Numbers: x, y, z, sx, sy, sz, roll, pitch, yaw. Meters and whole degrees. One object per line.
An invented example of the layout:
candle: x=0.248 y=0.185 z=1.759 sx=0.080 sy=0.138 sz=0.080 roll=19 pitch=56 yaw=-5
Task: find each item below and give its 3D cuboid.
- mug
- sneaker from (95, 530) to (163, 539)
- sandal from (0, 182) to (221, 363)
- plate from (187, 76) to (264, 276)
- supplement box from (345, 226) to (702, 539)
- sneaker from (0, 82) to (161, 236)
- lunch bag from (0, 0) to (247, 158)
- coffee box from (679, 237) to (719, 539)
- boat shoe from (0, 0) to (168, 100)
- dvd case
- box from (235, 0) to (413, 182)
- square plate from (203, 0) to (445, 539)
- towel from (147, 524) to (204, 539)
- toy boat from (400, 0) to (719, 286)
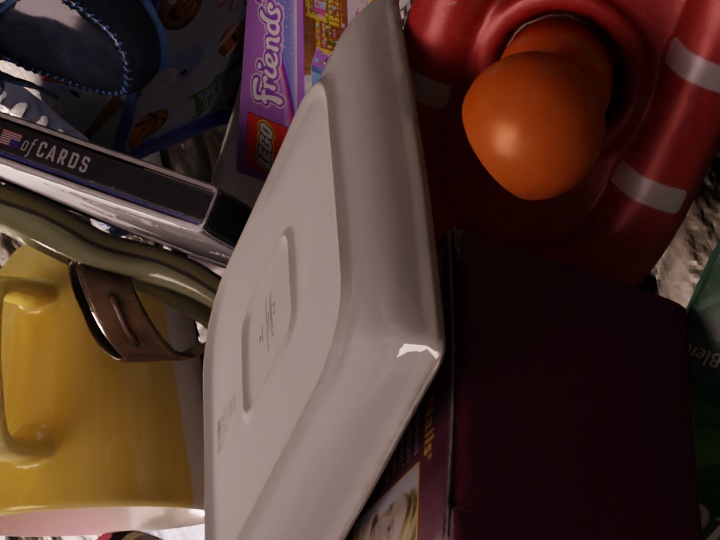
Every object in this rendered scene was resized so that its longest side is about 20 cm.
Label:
mug: x=-0.147 y=0.060 z=1.057 sx=0.187 sy=0.148 sz=0.154 roll=135 pitch=134 yaw=-71
sneaker: x=-0.074 y=0.217 z=1.104 sx=0.087 sy=0.074 sz=0.200 roll=-18 pitch=120 yaw=44
sandal: x=-0.125 y=0.013 z=0.973 sx=0.200 sy=0.058 sz=0.080 roll=24 pitch=169 yaw=-5
plate: x=0.000 y=0.000 z=0.951 sx=0.200 sy=0.032 sz=0.201 roll=47 pitch=140 yaw=24
supplement box: x=0.033 y=0.100 z=0.730 sx=0.200 sy=0.103 sz=0.132 roll=129 pitch=152 yaw=-48
sneaker: x=-0.207 y=-0.093 z=1.056 sx=0.080 sy=0.146 sz=0.201 roll=-21 pitch=93 yaw=53
lunch bag: x=-0.125 y=-0.178 z=0.927 sx=0.170 sy=0.124 sz=0.201 roll=37 pitch=132 yaw=19
coffee box: x=0.157 y=0.085 z=0.724 sx=0.123 sy=0.044 sz=0.201 roll=32 pitch=111 yaw=23
boat shoe: x=-0.177 y=-0.118 z=0.874 sx=0.199 sy=0.069 sz=0.085 roll=22 pitch=134 yaw=30
dvd case: x=-0.117 y=-0.037 z=0.907 sx=0.199 sy=0.150 sz=0.025 roll=20 pitch=85 yaw=26
box: x=0.012 y=-0.120 z=0.831 sx=0.136 sy=0.039 sz=0.201 roll=24 pitch=119 yaw=36
square plate: x=-0.024 y=0.025 z=0.735 sx=0.201 sy=0.028 sz=0.199 roll=-95 pitch=25 yaw=-47
towel: x=-0.088 y=0.153 z=1.153 sx=0.200 sy=0.024 sz=0.146 roll=-22 pitch=93 yaw=53
toy boat: x=0.070 y=-0.065 z=0.707 sx=0.130 sy=0.131 sz=0.201 roll=24 pitch=120 yaw=7
